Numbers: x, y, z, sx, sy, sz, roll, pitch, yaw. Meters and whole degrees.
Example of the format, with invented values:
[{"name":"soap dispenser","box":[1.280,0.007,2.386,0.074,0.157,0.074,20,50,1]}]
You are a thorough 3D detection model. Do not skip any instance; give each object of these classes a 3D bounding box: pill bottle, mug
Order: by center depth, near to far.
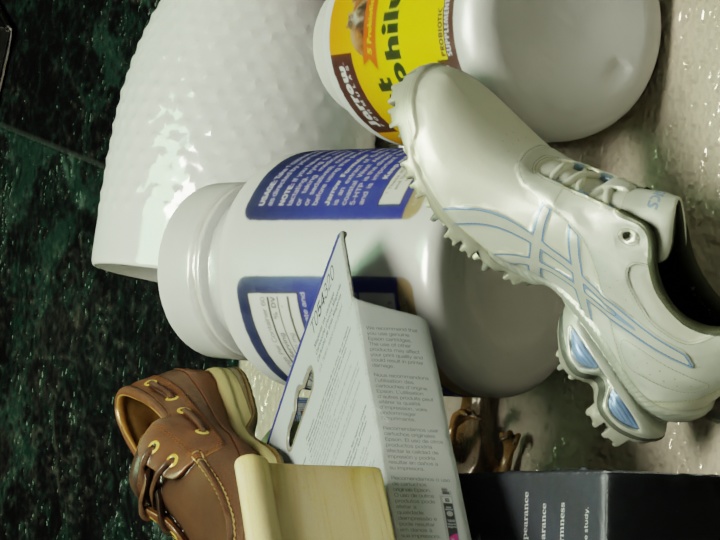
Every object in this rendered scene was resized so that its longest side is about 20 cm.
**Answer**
[{"name":"pill bottle","box":[0.053,-0.115,1.439,0.200,0.109,0.110,1,87,64]},{"name":"pill bottle","box":[0.000,0.000,1.451,0.199,0.119,0.120,1,87,43]},{"name":"mug","box":[-0.043,-0.076,1.614,0.199,0.147,0.176,6,85,40]}]

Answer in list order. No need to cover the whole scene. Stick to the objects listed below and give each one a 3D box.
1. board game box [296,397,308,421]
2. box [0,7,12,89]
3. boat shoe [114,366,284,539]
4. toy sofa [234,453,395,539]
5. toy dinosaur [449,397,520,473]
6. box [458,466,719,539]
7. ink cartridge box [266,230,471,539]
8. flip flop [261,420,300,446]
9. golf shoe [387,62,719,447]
[{"name":"board game box","box":[-0.024,0.181,1.605,0.200,0.061,0.201,-45,46,53]},{"name":"box","box":[-0.384,-0.190,2.250,0.164,0.199,0.087,-124,44,-53]},{"name":"boat shoe","box":[-0.078,0.107,1.436,0.200,0.067,0.072,-118,34,-63]},{"name":"toy sofa","box":[-0.053,0.170,1.271,0.200,0.097,0.083,110,158,-46]},{"name":"toy dinosaur","box":[0.037,0.132,1.484,0.201,0.060,0.106,-61,25,-4]},{"name":"box","box":[0.100,0.162,1.303,0.200,0.104,0.149,173,101,-64]},{"name":"ink cartridge box","box":[-0.002,0.120,1.355,0.197,0.043,0.201,109,160,-45]},{"name":"flip flop","box":[-0.054,0.151,1.494,0.081,0.057,0.201,-41,31,36]},{"name":"golf shoe","box":[0.100,-0.024,1.303,0.200,0.078,0.097,49,131,-2]}]
